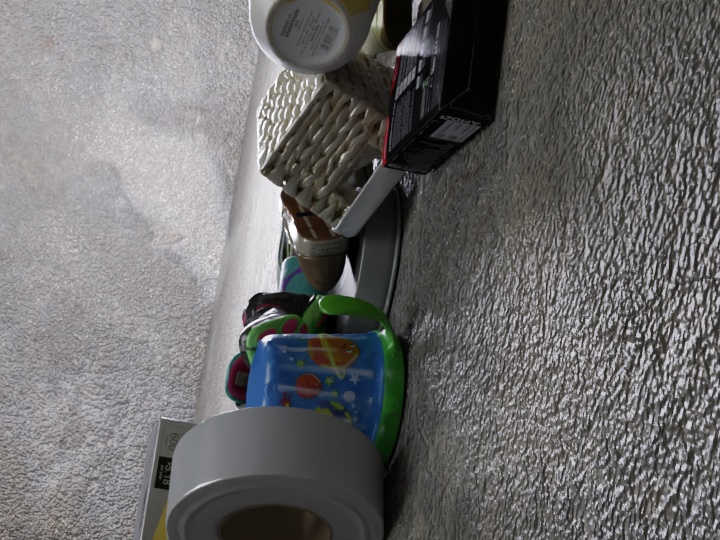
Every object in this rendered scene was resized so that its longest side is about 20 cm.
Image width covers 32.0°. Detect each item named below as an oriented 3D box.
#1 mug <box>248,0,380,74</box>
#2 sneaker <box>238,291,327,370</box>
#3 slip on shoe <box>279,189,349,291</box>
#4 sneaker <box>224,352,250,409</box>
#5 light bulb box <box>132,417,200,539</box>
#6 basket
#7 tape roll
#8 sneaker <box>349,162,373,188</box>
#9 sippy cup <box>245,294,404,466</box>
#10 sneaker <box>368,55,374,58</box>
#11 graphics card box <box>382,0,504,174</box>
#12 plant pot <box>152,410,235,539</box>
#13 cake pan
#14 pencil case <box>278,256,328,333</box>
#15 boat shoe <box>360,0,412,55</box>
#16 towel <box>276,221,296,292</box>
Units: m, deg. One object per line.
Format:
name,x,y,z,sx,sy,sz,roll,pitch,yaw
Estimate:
mug,-0.052,-0.282,1.204,0.154,0.147,0.188,-86,-23,-52
sneaker,-0.091,0.067,1.310,0.200,0.082,0.078,-26,-55,-75
slip on shoe,-0.046,-0.044,1.369,0.200,0.075,0.062,-114,18,-64
sneaker,-0.112,0.145,1.576,0.200,0.119,0.085,132,147,-70
light bulb box,-0.173,0.303,1.545,0.125,0.197,0.202,133,145,-67
basket,-0.027,-0.151,1.306,0.136,0.122,0.201,-51,22,19
tape roll,-0.077,0.209,1.137,0.204,0.199,0.072,113,163,-48
sneaker,-0.007,-0.144,1.459,0.092,0.074,0.203,-112,26,-56
sippy cup,-0.039,0.117,1.188,0.140,0.128,0.181,152,125,-73
sneaker,-0.035,-0.256,1.635,0.075,0.081,0.202,-96,19,-55
graphics card box,0.070,-0.170,1.111,0.200,0.050,0.128,140,139,-75
plant pot,-0.111,0.259,1.331,0.195,0.191,0.203,153,132,-76
cake pan,0.000,0.000,1.352,0.200,0.036,0.204,-170,90,-79
pencil case,-0.057,0.079,1.446,0.084,0.092,0.202,-26,43,34
boat shoe,0.023,-0.340,1.406,0.062,0.073,0.204,-7,76,39
towel,-0.082,-0.004,1.646,0.201,0.047,0.173,93,-176,-53
